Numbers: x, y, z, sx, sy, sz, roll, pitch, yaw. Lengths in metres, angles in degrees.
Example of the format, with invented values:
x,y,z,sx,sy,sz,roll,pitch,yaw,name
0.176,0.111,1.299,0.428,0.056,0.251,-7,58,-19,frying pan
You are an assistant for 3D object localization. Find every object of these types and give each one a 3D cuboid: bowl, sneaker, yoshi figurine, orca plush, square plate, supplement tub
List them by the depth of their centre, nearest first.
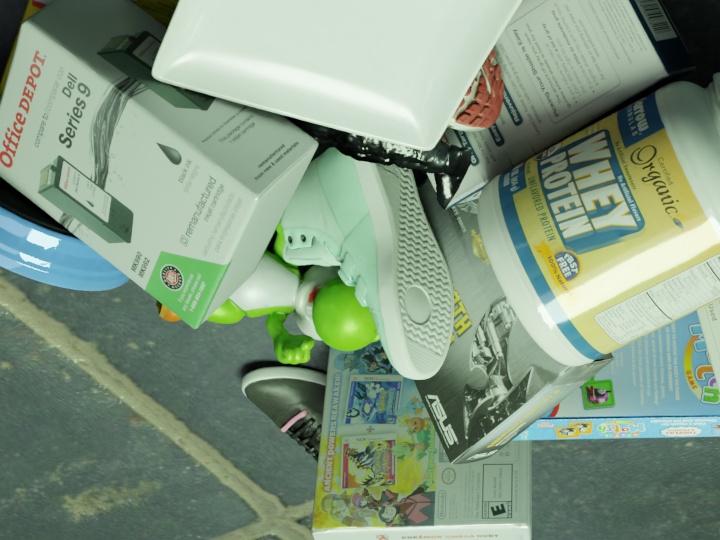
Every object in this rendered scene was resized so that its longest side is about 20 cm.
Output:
x,y,z,sx,sy,sz,roll,pitch,yaw,name
-0.013,-0.162,1.013,0.197,0.029,0.200,14,144,-13,square plate
0.195,-0.038,1.107,0.199,0.145,0.145,-28,129,19,supplement tub
-0.025,-0.093,1.144,0.199,0.071,0.105,32,168,-6,orca plush
0.012,-0.159,1.147,0.199,0.078,0.082,32,162,8,sneaker
-0.249,-0.061,1.218,0.200,0.201,0.040,25,110,-20,bowl
0.000,0.000,1.273,0.118,0.202,0.073,-26,160,39,sneaker
-0.061,0.017,1.345,0.199,0.112,0.113,14,131,-13,yoshi figurine
-0.027,0.165,1.506,0.199,0.100,0.071,31,134,-24,sneaker

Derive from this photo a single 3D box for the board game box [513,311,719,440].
x,y,z,sx,sy,sz,roll,pitch,yaw,name
0.216,0.064,1.329,0.198,0.152,0.037,-2,144,9,board game box

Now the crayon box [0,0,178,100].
x,y,z,sx,sy,sz,roll,pitch,yaw,name
-0.185,-0.168,1.193,0.126,0.051,0.200,19,135,-14,crayon box

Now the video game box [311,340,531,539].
x,y,z,sx,sy,sz,roll,pitch,yaw,name
0.056,0.147,1.402,0.181,0.201,0.047,-1,139,8,video game box

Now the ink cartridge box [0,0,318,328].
x,y,z,sx,sy,sz,roll,pitch,yaw,name
-0.149,-0.080,1.125,0.199,0.084,0.146,37,134,7,ink cartridge box

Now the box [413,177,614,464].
x,y,z,sx,sy,sz,roll,pitch,yaw,name
0.092,0.025,1.270,0.048,0.201,0.158,-3,150,-40,box

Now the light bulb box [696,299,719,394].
x,y,z,sx,sy,sz,roll,pitch,yaw,name
0.343,-0.006,1.177,0.199,0.200,0.125,-19,159,20,light bulb box

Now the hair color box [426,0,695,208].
x,y,z,sx,sy,sz,roll,pitch,yaw,name
0.124,-0.134,1.156,0.199,0.060,0.101,-30,84,33,hair color box
